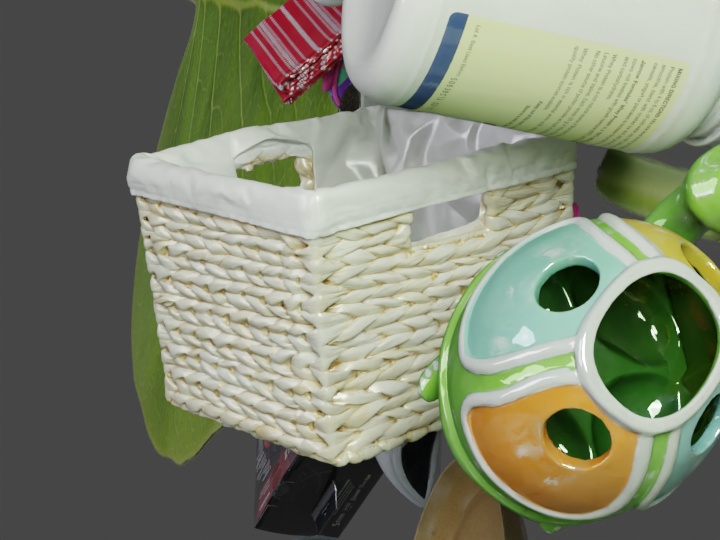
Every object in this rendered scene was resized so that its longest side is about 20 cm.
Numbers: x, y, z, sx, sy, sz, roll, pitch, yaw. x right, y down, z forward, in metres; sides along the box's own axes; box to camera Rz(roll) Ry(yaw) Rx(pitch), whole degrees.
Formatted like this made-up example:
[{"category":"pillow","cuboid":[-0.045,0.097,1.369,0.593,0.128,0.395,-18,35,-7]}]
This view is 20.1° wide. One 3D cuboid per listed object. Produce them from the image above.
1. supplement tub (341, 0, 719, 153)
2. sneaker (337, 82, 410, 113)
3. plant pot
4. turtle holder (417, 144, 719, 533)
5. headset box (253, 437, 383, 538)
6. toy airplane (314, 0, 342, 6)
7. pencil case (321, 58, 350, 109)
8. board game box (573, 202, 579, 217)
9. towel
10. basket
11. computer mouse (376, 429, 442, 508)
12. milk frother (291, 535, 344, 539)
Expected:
[{"category":"supplement tub","cuboid":[0.103,-0.137,0.998,0.145,0.199,0.146,-170,90,-75]},{"category":"sneaker","cuboid":[0.028,-0.035,1.460,0.073,0.084,0.201,166,109,-65]},{"category":"plant pot","cuboid":[0.065,0.215,1.256,0.200,0.027,0.201,-170,90,-76]},{"category":"turtle holder","cuboid":[0.129,0.037,0.959,0.142,0.185,0.132,65,161,4]},{"category":"headset box","cuboid":[-0.030,0.106,1.590,0.149,0.075,0.201,119,156,-53]},{"category":"toy airplane","cuboid":[0.001,-0.243,1.418,0.141,0.199,0.200,-51,17,25]},{"category":"pencil case","cuboid":[0.000,-0.199,1.657,0.200,0.088,0.089,-101,26,-59]},{"category":"board game box","cuboid":[0.101,-0.085,1.316,0.200,0.026,0.201,146,132,-70]},{"category":"towel","cuboid":[-0.004,-0.224,1.592,0.200,0.022,0.145,-42,28,6]},{"category":"basket","cuboid":[0.000,0.000,1.189,0.200,0.197,0.162,11,111,53]},{"category":"computer mouse","cuboid":[0.031,0.068,1.381,0.110,0.044,0.201,-129,39,-67]},{"category":"milk frother","cuboid":[-0.041,0.330,1.430,0.200,0.180,0.188,45,140,17]}]
